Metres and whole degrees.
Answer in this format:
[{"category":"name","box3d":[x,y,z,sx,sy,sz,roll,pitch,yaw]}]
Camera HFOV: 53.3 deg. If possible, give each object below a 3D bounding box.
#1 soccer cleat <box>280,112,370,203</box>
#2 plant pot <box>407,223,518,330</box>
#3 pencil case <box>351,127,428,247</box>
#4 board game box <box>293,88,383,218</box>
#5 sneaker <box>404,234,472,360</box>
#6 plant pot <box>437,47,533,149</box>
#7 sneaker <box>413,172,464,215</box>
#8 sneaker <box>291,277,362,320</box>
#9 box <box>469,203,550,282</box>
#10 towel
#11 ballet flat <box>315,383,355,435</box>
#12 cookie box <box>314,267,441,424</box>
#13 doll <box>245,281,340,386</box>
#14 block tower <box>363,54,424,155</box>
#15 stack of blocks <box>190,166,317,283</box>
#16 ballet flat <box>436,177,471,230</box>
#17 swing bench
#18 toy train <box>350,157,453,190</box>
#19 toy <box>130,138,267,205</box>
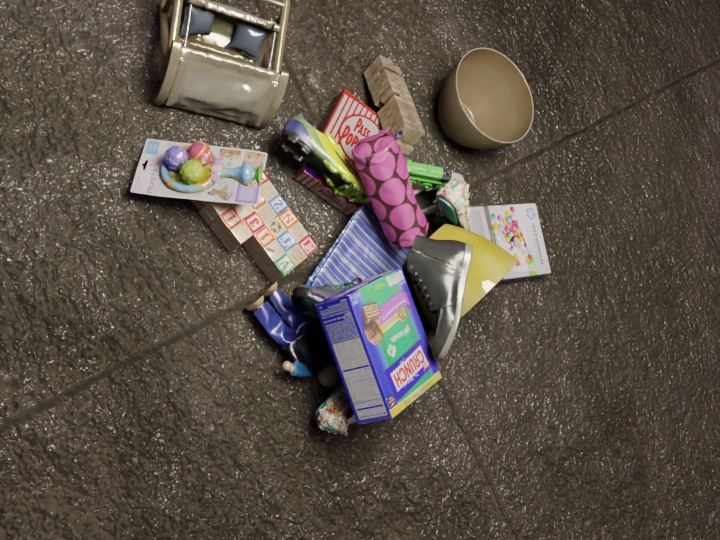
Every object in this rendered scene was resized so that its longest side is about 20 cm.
[{"category":"soccer cleat","box3d":[-0.048,-0.197,1.254,0.200,0.065,0.084,38,58,-18]},{"category":"plant pot","box3d":[0.170,-0.001,1.327,0.142,0.200,0.200,47,58,5]},{"category":"pencil case","box3d":[0.058,-0.142,1.249,0.094,0.090,0.201,-68,144,-50]},{"category":"board game box","box3d":[-0.018,-0.214,1.343,0.151,0.046,0.201,33,63,-20]},{"category":"sneaker","box3d":[0.118,0.043,1.201,0.105,0.075,0.202,12,78,4]},{"category":"plant pot","box3d":[0.235,-0.332,1.473,0.199,0.134,0.203,9,72,-29]},{"category":"sneaker","box3d":[0.147,-0.145,1.402,0.199,0.086,0.075,-32,92,-34]},{"category":"sneaker","box3d":[-0.038,0.044,1.213,0.199,0.074,0.088,29,62,-45]},{"category":"box","box3d":[0.299,-0.056,1.496,0.198,0.041,0.158,-5,80,-33]},{"category":"towel","box3d":[0.000,0.000,1.284,0.145,0.024,0.201,43,69,-26]},{"category":"ballet flat","box3d":[0.003,0.203,1.217,0.064,0.076,0.200,26,55,24]},{"category":"cookie box","box3d":[0.033,0.117,1.156,0.171,0.075,0.202,-25,97,-54]},{"category":"doll","box3d":[-0.099,0.113,1.207,0.201,0.048,0.137,52,49,-10]},{"category":"block tower","box3d":[0.064,-0.318,1.372,0.054,0.058,0.202,13,50,-39]},{"category":"stack of blocks","box3d":[-0.178,-0.080,1.204,0.115,0.058,0.201,-41,100,-32]},{"category":"ballet flat","box3d":[0.183,-0.113,1.353,0.075,0.200,0.064,37,80,15]},{"category":"swing bench","box3d":[-0.232,-0.366,1.206,0.197,0.129,0.202,7,74,-30]},{"category":"toy train","box3d":[0.080,-0.183,1.310,0.198,0.056,0.042,7,73,-14]},{"category":"toy","box3d":[-0.252,-0.167,1.131,0.198,0.047,0.116,8,54,-5]}]
